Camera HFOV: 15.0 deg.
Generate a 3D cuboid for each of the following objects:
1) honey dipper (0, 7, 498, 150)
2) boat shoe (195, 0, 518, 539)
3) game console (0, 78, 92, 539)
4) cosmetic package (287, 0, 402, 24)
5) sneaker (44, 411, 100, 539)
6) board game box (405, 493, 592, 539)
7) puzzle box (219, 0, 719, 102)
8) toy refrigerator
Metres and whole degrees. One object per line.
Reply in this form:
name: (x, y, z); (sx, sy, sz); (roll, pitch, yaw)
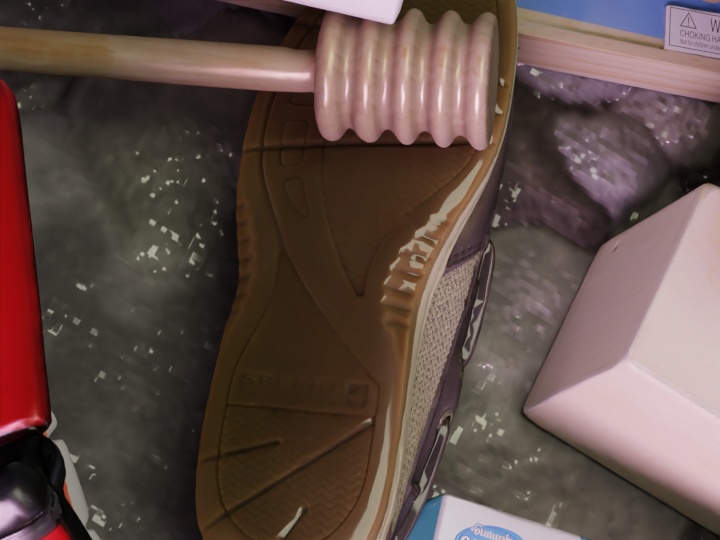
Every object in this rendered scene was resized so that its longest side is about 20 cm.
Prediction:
honey dipper: (-0.062, -0.058, 0.745); (0.199, 0.038, 0.038); (5, 73, 8)
boat shoe: (0.000, 0.000, 0.770); (0.073, 0.065, 0.201); (13, 70, 14)
game console: (-0.138, 0.078, 0.660); (0.173, 0.199, 0.119); (60, 19, -23)
cosmetic package: (-0.075, -0.143, 0.729); (0.199, 0.085, 0.108); (10, 32, -7)
sneaker: (-0.112, 0.079, 0.690); (0.200, 0.077, 0.082); (50, 46, -3)
board game box: (0.063, 0.181, 0.756); (0.150, 0.047, 0.201); (18, 70, -15)
puzzle box: (0.044, -0.132, 0.842); (0.199, 0.025, 0.134); (9, 73, -18)
toy refrigerator: (0.157, 0.057, 0.808); (0.200, 0.076, 0.070); (32, 67, -10)
